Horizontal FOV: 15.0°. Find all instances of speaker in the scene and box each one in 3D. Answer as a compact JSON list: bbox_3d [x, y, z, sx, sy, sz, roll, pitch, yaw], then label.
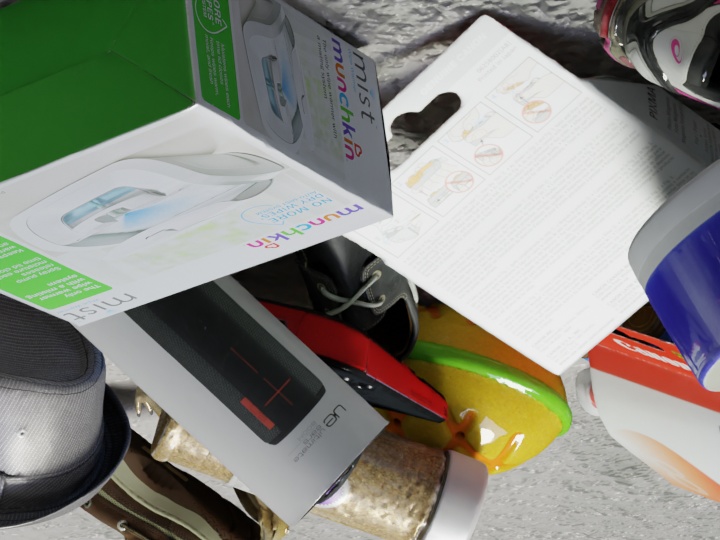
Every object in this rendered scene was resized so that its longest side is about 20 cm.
[{"bbox_3d":[-0.081,0.047,1.497,0.081,0.200,0.081,-47,177,-3],"label":"speaker"}]

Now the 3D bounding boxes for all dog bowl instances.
[{"bbox_3d":[0.239,-0.021,1.376,0.200,0.079,0.200,-25,164,-8],"label":"dog bowl"}]

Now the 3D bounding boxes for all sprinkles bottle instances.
[{"bbox_3d":[-0.025,0.116,1.667,0.200,0.068,0.068,20,154,-7],"label":"sprinkles bottle"}]

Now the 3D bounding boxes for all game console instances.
[{"bbox_3d":[-0.063,0.047,1.630,0.200,0.031,0.177,13,167,25],"label":"game console"}]

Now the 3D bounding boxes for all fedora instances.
[{"bbox_3d":[-0.230,0.066,1.603,0.200,0.177,0.090,11,126,-5],"label":"fedora"}]

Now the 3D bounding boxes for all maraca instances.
[{"bbox_3d":[0.038,0.072,1.742,0.200,0.107,0.137,11,157,16],"label":"maraca"}]

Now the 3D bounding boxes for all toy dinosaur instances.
[{"bbox_3d":[-0.099,0.093,1.760,0.058,0.101,0.200,-42,124,-12],"label":"toy dinosaur"}]

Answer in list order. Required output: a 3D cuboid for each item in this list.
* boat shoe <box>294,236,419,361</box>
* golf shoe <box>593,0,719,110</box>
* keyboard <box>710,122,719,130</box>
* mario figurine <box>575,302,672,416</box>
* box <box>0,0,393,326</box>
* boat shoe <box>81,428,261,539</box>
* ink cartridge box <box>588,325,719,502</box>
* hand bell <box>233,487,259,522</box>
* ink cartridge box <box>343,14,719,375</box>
[{"bbox_3d":[0.000,0.000,1.588,0.072,0.068,0.200,-8,158,6],"label":"boat shoe"},{"bbox_3d":[0.212,-0.099,1.340,0.200,0.092,0.073,4,117,-32],"label":"golf shoe"},{"bbox_3d":[0.124,-0.052,1.555,0.200,0.040,0.104,-25,176,36],"label":"keyboard"},{"bbox_3d":[0.196,0.051,1.806,0.123,0.106,0.200,23,166,35],"label":"mario figurine"},{"bbox_3d":[-0.115,-0.064,1.344,0.200,0.097,0.176,-19,154,26],"label":"box"},{"bbox_3d":[-0.132,0.174,1.830,0.075,0.202,0.075,-54,168,8],"label":"boat shoe"},{"bbox_3d":[0.197,0.093,1.657,0.200,0.050,0.162,33,172,-38],"label":"ink cartridge box"},{"bbox_3d":[0.014,0.100,1.864,0.200,0.104,0.104,-12,163,-26],"label":"hand bell"},{"bbox_3d":[0.088,-0.048,1.458,0.200,0.057,0.163,35,121,-22],"label":"ink cartridge box"}]
